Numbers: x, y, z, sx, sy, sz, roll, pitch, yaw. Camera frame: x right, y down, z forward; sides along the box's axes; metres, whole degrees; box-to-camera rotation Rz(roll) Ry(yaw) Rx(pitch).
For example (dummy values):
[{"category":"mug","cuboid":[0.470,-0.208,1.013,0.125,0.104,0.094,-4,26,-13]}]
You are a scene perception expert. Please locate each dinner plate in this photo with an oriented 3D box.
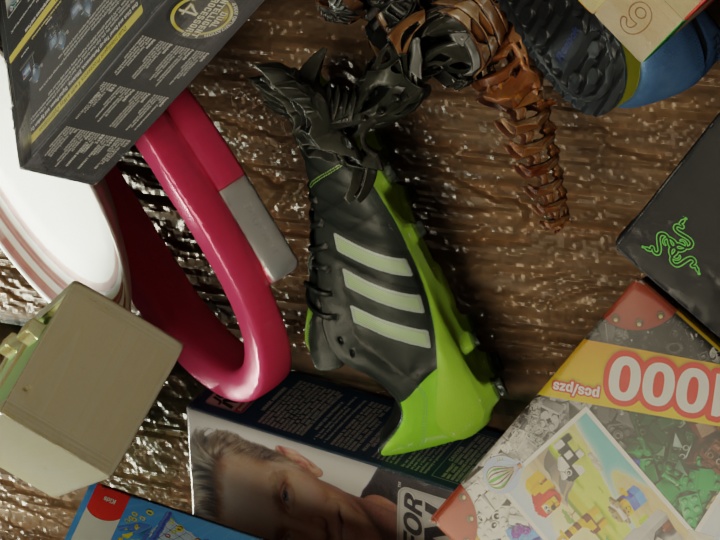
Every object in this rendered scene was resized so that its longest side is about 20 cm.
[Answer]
[{"category":"dinner plate","cuboid":[-0.171,-0.055,1.350,0.200,0.024,0.201,44,153,29]}]

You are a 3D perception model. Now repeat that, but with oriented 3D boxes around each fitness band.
[{"category":"fitness band","cuboid":[-0.097,-0.025,1.315,0.200,0.037,0.144,59,153,-3]}]

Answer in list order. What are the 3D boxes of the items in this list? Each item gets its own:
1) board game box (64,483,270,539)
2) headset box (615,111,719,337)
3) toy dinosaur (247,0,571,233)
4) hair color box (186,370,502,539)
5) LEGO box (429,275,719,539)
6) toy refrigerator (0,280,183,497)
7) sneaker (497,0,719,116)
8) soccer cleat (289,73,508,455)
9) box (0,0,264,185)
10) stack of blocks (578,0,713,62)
[{"category":"board game box","cuboid":[-0.034,0.197,1.362,0.195,0.056,0.200,16,159,25]},{"category":"headset box","cuboid":[0.229,-0.027,1.100,0.174,0.093,0.200,42,132,6]},{"category":"toy dinosaur","cuboid":[0.024,-0.104,1.178,0.200,0.136,0.102,51,175,19]},{"category":"hair color box","cuboid":[0.010,0.123,1.353,0.199,0.061,0.100,15,124,26]},{"category":"LEGO box","cuboid":[0.157,0.119,1.167,0.200,0.077,0.149,42,105,10]},{"category":"toy refrigerator","cuboid":[-0.154,0.062,1.341,0.070,0.076,0.200,31,167,-8]},{"category":"sneaker","cuboid":[0.086,-0.158,1.146,0.200,0.078,0.066,58,148,15]},{"category":"soccer cleat","cuboid":[0.000,0.000,1.273,0.081,0.068,0.201,-24,105,8]},{"category":"box","cuboid":[-0.102,-0.161,1.206,0.200,0.049,0.162,-44,46,40]},{"category":"stack of blocks","cuboid":[0.087,-0.194,1.079,0.200,0.115,0.059,46,131,2]}]
